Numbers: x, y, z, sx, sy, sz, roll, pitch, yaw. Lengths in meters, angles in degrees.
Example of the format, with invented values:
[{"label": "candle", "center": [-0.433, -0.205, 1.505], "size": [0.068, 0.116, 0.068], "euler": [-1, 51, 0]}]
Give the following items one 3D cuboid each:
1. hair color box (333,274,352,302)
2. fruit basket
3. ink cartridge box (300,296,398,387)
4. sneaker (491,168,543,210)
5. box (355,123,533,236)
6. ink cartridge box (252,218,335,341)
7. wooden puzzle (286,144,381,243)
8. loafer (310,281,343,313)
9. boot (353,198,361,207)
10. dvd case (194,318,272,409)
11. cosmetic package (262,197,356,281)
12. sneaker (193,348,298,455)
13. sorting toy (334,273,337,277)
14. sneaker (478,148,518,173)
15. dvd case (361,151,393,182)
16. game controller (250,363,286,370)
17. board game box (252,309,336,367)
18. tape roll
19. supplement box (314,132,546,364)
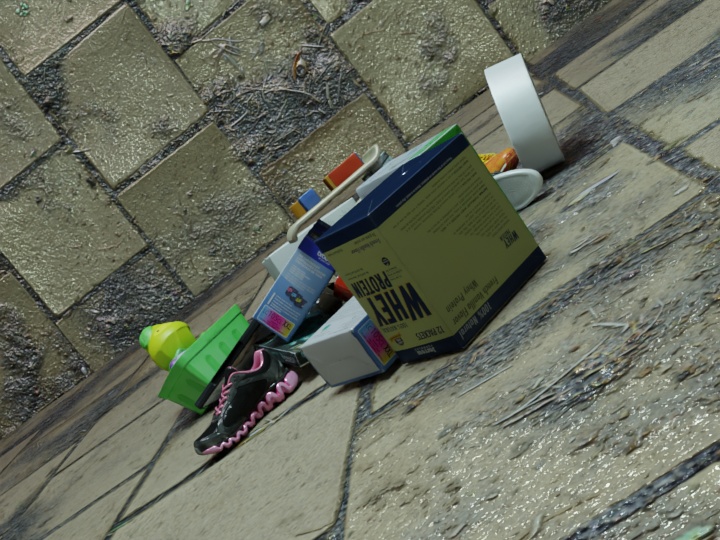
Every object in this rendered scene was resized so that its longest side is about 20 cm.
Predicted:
[{"label": "hair color box", "center": [0.000, 0.000, 1.682], "size": [0.200, 0.061, 0.102], "euler": [102, -169, -82]}, {"label": "fruit basket", "center": [-0.320, 0.148, 1.923], "size": [0.216, 0.215, 0.156], "euler": [-47, -6, -48]}, {"label": "ink cartridge box", "center": [0.031, 0.064, 1.415], "size": [0.200, 0.076, 0.136], "euler": [-45, 13, -35]}, {"label": "sneaker", "center": [0.242, -0.141, 1.698], "size": [0.200, 0.071, 0.099], "euler": [-31, 15, 52]}, {"label": "box", "center": [0.117, -0.082, 1.478], "size": [0.097, 0.200, 0.176], "euler": [-41, 10, -32]}, {"label": "ink cartridge box", "center": [-0.084, 0.001, 1.659], "size": [0.200, 0.076, 0.136], "euler": [-58, 2, 16]}, {"label": "wooden puzzle", "center": [-0.055, -0.130, 1.655], "size": [0.200, 0.046, 0.185], "euler": [-45, 6, -4]}, {"label": "loafer", "center": [-0.062, 0.057, 1.889], "size": [0.071, 0.073, 0.200], "euler": [-25, 12, -1]}, {"label": "boot", "center": [0.037, -0.120, 1.820], "size": [0.200, 0.072, 0.155], "euler": [-47, 2, -9]}, {"label": "dvd case", "center": [-0.204, 0.150, 1.777], "size": [0.200, 0.018, 0.143], "euler": [-54, -9, 15]}, {"label": "cosmetic package", "center": [-0.081, -0.045, 1.937], "size": [0.200, 0.085, 0.108], "euler": [-37, 3, -12]}, {"label": "sneaker", "center": [-0.192, 0.199, 1.566], "size": [0.200, 0.096, 0.079], "euler": [-43, 13, -27]}, {"label": "sorting toy", "center": [0.071, -0.060, 1.881], "size": [0.200, 0.070, 0.199], "euler": [-43, 4, -36]}, {"label": "sneaker", "center": [0.225, -0.178, 1.833], "size": [0.073, 0.077, 0.200], "euler": [-43, 0, -20]}, {"label": "dvd case", "center": [0.091, -0.106, 1.686], "size": [0.022, 0.200, 0.146], "euler": [-44, 5, 23]}, {"label": "game controller", "center": [-0.158, 0.151, 1.831], "size": [0.104, 0.042, 0.200], "euler": [-35, 9, 12]}, {"label": "board game box", "center": [-0.084, 0.109, 1.668], "size": [0.135, 0.028, 0.200], "euler": [-27, 11, -23]}, {"label": "tape roll", "center": [0.283, -0.267, 1.749], "size": [0.071, 0.203, 0.203], "euler": [-23, 12, 14]}, {"label": "supplement box", "center": [0.091, -0.026, 1.298], "size": [0.200, 0.200, 0.134], "euler": [-43, 11, -33]}]
